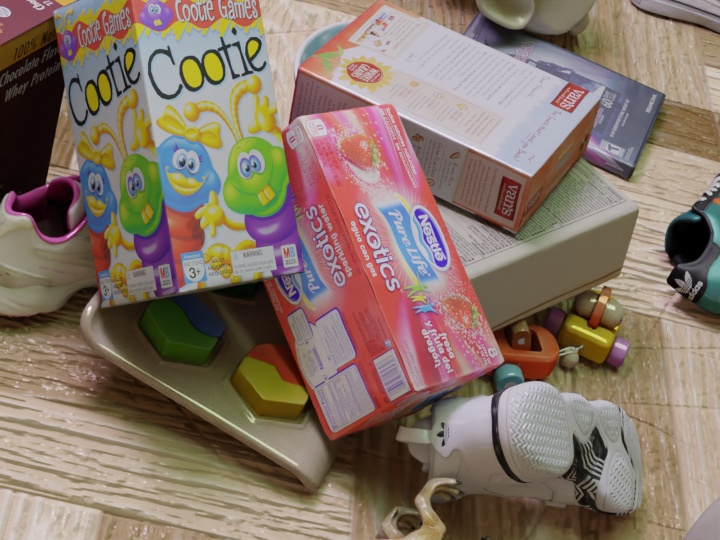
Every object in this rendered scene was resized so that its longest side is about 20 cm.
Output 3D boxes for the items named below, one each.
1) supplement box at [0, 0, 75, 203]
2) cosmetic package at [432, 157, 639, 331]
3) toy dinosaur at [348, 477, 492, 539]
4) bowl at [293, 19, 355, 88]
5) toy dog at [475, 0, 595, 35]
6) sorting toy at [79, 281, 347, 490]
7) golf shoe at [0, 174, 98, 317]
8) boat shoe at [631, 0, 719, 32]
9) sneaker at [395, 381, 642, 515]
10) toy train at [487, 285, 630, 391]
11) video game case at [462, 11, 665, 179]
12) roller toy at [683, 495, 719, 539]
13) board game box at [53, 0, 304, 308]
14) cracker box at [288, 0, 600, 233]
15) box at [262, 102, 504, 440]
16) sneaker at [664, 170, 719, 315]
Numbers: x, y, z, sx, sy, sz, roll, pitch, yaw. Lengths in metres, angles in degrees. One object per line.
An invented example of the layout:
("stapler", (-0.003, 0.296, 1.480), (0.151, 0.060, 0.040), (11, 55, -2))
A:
("supplement box", (-0.315, -0.101, 1.211), (0.132, 0.201, 0.197), (32, 40, 15))
("cosmetic package", (0.101, -0.020, 1.326), (0.199, 0.074, 0.104), (-21, 49, -31))
("toy dinosaur", (0.035, 0.185, 1.141), (0.198, 0.059, 0.102), (20, 40, 1))
("bowl", (0.030, -0.105, 1.439), (0.199, 0.106, 0.202), (12, 38, -10))
("toy dog", (0.143, -0.327, 1.719), (0.193, 0.140, 0.200), (26, 17, -47))
("sorting toy", (-0.078, 0.039, 1.246), (0.199, 0.037, 0.186), (35, 39, -3))
("golf shoe", (-0.187, -0.029, 1.269), (0.199, 0.092, 0.075), (-19, 52, -43))
("boat shoe", (0.380, -0.289, 1.836), (0.198, 0.067, 0.074), (7, 41, -16))
("sneaker", (0.113, 0.126, 1.221), (0.199, 0.114, 0.076), (27, 61, -51))
("toy train", (0.139, 0.012, 1.389), (0.149, 0.056, 0.201), (8, 40, -15))
("video game case", (0.178, -0.166, 1.646), (0.198, 0.019, 0.143), (26, 39, 6))
("roller toy", (0.302, 0.208, 1.127), (0.198, 0.184, 0.140), (-7, 46, -30))
("board game box", (-0.121, -0.086, 1.170), (0.104, 0.103, 0.202), (-10, 89, -38))
("cracker box", (0.064, -0.120, 1.332), (0.199, 0.058, 0.134), (26, 40, 17))
("box", (0.000, 0.000, 1.211), (0.094, 0.102, 0.202), (-13, 75, -44))
("sneaker", (0.305, -0.042, 1.511), (0.079, 0.072, 0.201), (23, 40, -3))
